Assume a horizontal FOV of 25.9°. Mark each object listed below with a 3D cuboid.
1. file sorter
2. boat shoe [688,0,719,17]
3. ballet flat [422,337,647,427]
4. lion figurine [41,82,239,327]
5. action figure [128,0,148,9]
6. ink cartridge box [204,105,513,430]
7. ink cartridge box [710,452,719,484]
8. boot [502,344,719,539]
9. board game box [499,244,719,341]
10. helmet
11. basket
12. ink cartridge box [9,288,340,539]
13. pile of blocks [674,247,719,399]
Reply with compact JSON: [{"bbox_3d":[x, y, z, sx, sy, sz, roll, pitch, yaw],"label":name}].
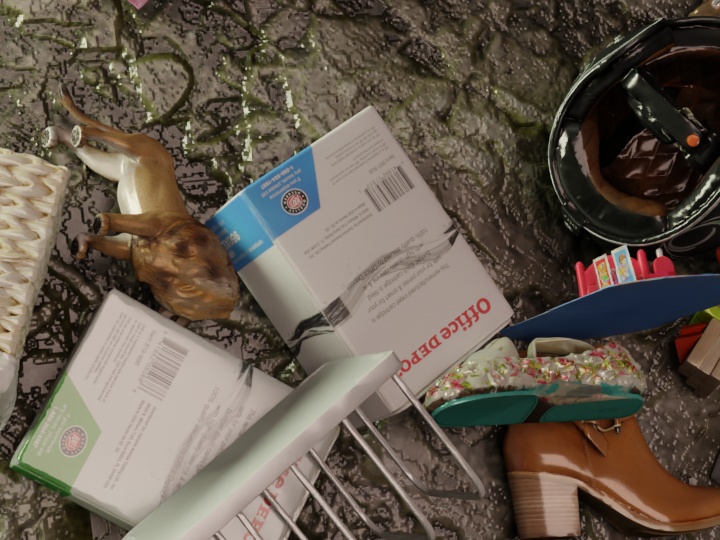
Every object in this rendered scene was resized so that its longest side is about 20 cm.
[{"bbox_3d":[-0.037,0.168,1.064,0.200,0.139,0.125,-40,97,-19],"label":"file sorter"},{"bbox_3d":[0.361,-0.275,1.368,0.072,0.072,0.200,38,73,-6],"label":"boat shoe"},{"bbox_3d":[0.128,0.083,1.186,0.199,0.076,0.064,2,58,-30],"label":"ballet flat"},{"bbox_3d":[-0.161,-0.052,1.170,0.122,0.072,0.201,7,55,-36],"label":"lion figurine"},{"bbox_3d":[-0.211,-0.275,1.171,0.199,0.149,0.134,23,82,-26],"label":"action figure"},{"bbox_3d":[0.000,0.000,1.200,0.144,0.084,0.200,-36,92,-32],"label":"ink cartridge box"},{"bbox_3d":[0.383,0.095,1.282,0.076,0.136,0.201,27,75,-12],"label":"ink cartridge box"},{"bbox_3d":[0.211,0.138,1.268,0.199,0.077,0.156,0,77,-9],"label":"boot"},{"bbox_3d":[0.206,0.013,1.214,0.157,0.200,0.039,1,74,-33],"label":"board game box"},{"bbox_3d":[0.251,-0.104,1.247,0.191,0.199,0.201,-17,85,-61],"label":"helmet"},{"bbox_3d":[-0.314,-0.001,1.066,0.199,0.198,0.162,16,73,-10],"label":"basket"},{"bbox_3d":[-0.136,0.128,1.155,0.200,0.083,0.147,31,74,-9],"label":"ink cartridge box"},{"bbox_3d":[0.316,0.008,1.303,0.062,0.082,0.200,33,96,9],"label":"pile of blocks"}]
